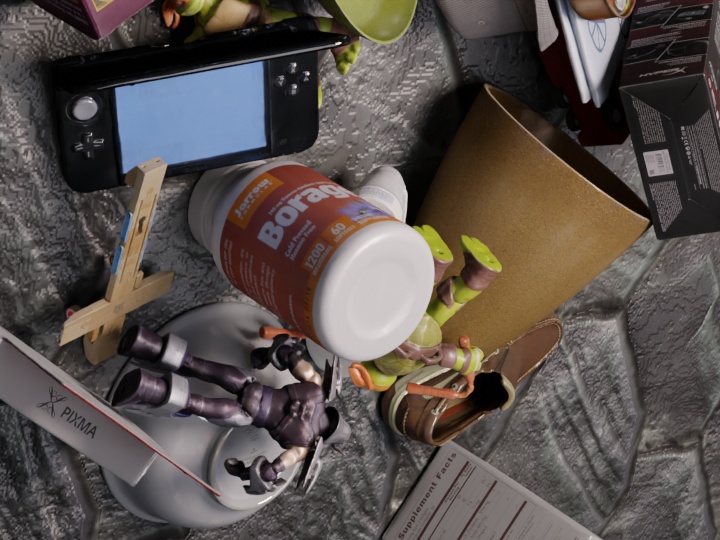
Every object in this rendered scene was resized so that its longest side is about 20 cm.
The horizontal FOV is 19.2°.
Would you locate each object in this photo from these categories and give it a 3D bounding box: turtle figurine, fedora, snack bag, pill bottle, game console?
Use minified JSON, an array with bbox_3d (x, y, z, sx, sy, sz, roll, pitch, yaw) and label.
[{"bbox_3d":[0.032,0.042,1.718,0.199,0.065,0.162,19,121,-22],"label":"turtle figurine"},{"bbox_3d":[0.094,-0.258,1.684,0.090,0.178,0.200,-15,147,7],"label":"fedora"},{"bbox_3d":[0.190,-0.264,1.764,0.200,0.021,0.189,-62,139,-51],"label":"snack bag"},{"bbox_3d":[-0.091,-0.177,1.610,0.161,0.064,0.201,26,107,-31],"label":"turtle figurine"},{"bbox_3d":[-0.044,-0.018,1.641,0.112,0.200,0.113,-20,125,-33],"label":"pill bottle"},{"bbox_3d":[-0.114,-0.111,1.530,0.199,0.117,0.177,-11,134,-12],"label":"game console"}]

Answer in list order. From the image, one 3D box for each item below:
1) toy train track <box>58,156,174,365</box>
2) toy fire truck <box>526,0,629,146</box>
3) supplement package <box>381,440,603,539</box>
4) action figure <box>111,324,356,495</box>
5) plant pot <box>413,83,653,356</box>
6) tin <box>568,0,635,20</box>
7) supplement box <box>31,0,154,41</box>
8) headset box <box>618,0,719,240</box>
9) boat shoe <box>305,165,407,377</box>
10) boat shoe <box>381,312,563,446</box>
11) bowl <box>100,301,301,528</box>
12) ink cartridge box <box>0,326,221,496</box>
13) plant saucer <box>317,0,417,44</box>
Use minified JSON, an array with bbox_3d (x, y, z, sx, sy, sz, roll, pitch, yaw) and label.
[{"bbox_3d":[-0.186,-0.011,1.615,0.114,0.033,0.201,-28,150,-42],"label":"toy train track"},{"bbox_3d":[0.224,-0.186,1.882,0.141,0.049,0.201,-53,127,-38],"label":"toy fire truck"},{"bbox_3d":[0.141,0.263,1.957,0.117,0.200,0.118,35,88,-46],"label":"supplement package"},{"bbox_3d":[-0.092,0.101,1.658,0.199,0.069,0.131,20,58,-18],"label":"action figure"},{"bbox_3d":[0.121,-0.024,1.820,0.186,0.187,0.200,24,109,-46],"label":"plant pot"},{"bbox_3d":[0.179,-0.296,1.676,0.112,0.042,0.201,-33,115,-59],"label":"tin"},{"bbox_3d":[-0.187,-0.281,1.441,0.131,0.103,0.201,-38,132,-20],"label":"supplement box"},{"bbox_3d":[0.278,-0.144,1.802,0.200,0.077,0.150,-68,145,-55],"label":"headset box"},{"bbox_3d":[0.000,0.000,1.787,0.069,0.072,0.201,-62,163,-51],"label":"boat shoe"},{"bbox_3d":[0.118,0.103,1.940,0.202,0.075,0.075,-32,130,-25],"label":"boat shoe"},{"bbox_3d":[-0.108,0.135,1.748,0.200,0.090,0.202,-21,126,-33],"label":"bowl"},{"bbox_3d":[-0.216,0.105,1.574,0.044,0.173,0.200,-52,136,-4],"label":"ink cartridge box"},{"bbox_3d":[-0.011,-0.266,1.594,0.200,0.031,0.201,33,52,-56],"label":"plant saucer"}]
